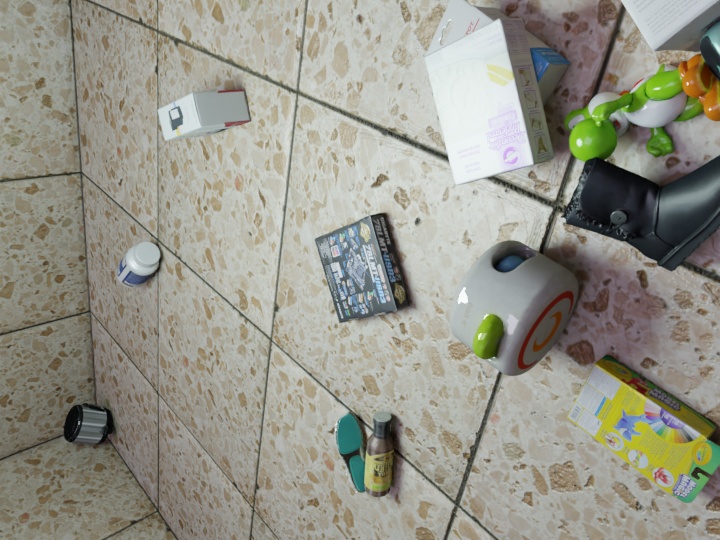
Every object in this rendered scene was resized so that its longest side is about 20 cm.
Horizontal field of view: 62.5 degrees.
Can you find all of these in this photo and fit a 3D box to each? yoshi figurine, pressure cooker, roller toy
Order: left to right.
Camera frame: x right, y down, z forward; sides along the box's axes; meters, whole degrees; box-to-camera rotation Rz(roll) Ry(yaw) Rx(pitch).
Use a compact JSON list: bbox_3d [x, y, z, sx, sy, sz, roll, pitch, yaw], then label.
[{"bbox_3d":[-1.268,0.728,2.794,0.179,0.199,0.177,-47,45,22],"label":"pressure cooker"},{"bbox_3d":[0.233,0.055,0.919,0.139,0.200,0.183,36,92,34],"label":"roller toy"},{"bbox_3d":[0.352,-0.191,0.764,0.199,0.111,0.113,-10,102,52],"label":"yoshi figurine"}]

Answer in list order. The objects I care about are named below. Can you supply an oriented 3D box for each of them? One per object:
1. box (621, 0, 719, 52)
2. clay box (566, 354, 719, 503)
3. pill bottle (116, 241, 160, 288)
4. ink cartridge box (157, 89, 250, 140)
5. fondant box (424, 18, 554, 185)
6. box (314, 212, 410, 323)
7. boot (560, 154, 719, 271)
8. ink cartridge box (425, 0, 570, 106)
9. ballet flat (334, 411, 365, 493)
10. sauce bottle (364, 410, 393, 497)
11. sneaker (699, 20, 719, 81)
[{"bbox_3d":[0.352,-0.363,0.669,0.106,0.151,0.201,-37,74,48],"label":"box"},{"bbox_3d":[0.418,0.230,0.871,0.200,0.047,0.116,37,127,33],"label":"clay box"},{"bbox_3d":[-0.759,-0.023,2.039,0.200,0.110,0.112,-32,79,48],"label":"pill bottle"},{"bbox_3d":[-0.394,-0.389,1.489,0.199,0.145,0.084,0,105,48],"label":"ink cartridge box"},{"bbox_3d":[0.185,-0.240,0.865,0.144,0.058,0.202,-8,100,50],"label":"fondant box"},{"bbox_3d":[0.000,0.000,1.256,0.198,0.049,0.202,-18,88,48],"label":"box"},{"bbox_3d":[0.361,-0.099,0.743,0.167,0.077,0.201,28,145,10],"label":"boot"},{"bbox_3d":[0.203,-0.322,0.910,0.200,0.068,0.116,49,134,24],"label":"ink cartridge box"},{"bbox_3d":[-0.025,0.432,1.417,0.071,0.071,0.202,-7,97,48],"label":"ballet flat"},{"bbox_3d":[0.042,0.412,1.332,0.064,0.064,0.202,22,120,41],"label":"sauce bottle"},{"bbox_3d":[0.480,-0.210,0.641,0.139,0.078,0.201,-32,108,18],"label":"sneaker"}]
